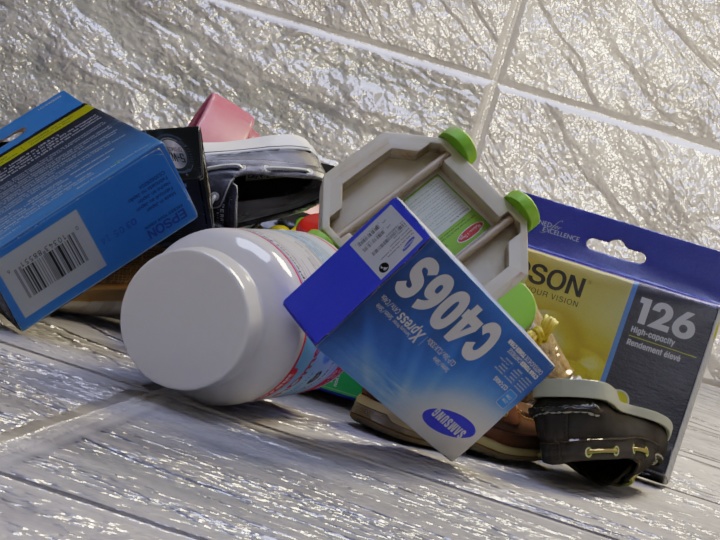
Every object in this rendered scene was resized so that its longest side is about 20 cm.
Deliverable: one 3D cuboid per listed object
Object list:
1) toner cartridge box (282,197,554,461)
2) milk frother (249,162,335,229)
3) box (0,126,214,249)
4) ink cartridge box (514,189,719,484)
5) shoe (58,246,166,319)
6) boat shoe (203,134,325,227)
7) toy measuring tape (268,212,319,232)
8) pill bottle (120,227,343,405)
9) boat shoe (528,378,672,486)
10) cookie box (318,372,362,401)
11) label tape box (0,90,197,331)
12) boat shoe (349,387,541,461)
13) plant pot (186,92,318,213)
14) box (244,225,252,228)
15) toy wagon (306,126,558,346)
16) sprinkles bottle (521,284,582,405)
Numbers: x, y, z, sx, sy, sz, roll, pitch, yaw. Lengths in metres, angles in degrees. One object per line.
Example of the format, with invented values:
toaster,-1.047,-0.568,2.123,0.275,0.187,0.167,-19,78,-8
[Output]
toner cartridge box,0.040,0.041,1.250,0.043,0.095,0.200,51,5,37
milk frother,-0.027,0.025,1.765,0.187,0.181,0.200,17,45,17
box,-0.214,-0.053,1.542,0.199,0.044,0.160,-4,-19,-3
ink cartridge box,0.182,0.046,1.620,0.197,0.201,0.047,17,-13,13
shoe,-0.221,0.009,1.499,0.199,0.053,0.070,8,44,-34
boat shoe,-0.122,-0.062,1.682,0.199,0.072,0.068,-9,39,-20
toy measuring tape,0.000,0.000,1.631,0.199,0.074,0.073,17,2,29
pill bottle,-0.073,0.028,1.265,0.108,0.109,0.200,18,6,17
boat shoe,0.172,0.124,1.448,0.071,0.061,0.201,-3,-15,27
cookie box,-0.034,0.047,1.530,0.199,0.076,0.171,17,1,-9
label tape box,-0.217,-0.046,1.398,0.200,0.144,0.064,29,-31,60
boat shoe,0.078,0.091,1.419,0.072,0.068,0.200,19,3,43
plant pot,-0.129,-0.053,2.077,0.179,0.201,0.200,32,0,-10
box,-0.112,-0.042,1.855,0.049,0.083,0.200,29,-4,24
toy wagon,0.059,-0.011,1.464,0.200,0.155,0.040,46,-26,14
sprinkles bottle,0.102,0.034,1.543,0.201,0.068,0.068,60,3,0
